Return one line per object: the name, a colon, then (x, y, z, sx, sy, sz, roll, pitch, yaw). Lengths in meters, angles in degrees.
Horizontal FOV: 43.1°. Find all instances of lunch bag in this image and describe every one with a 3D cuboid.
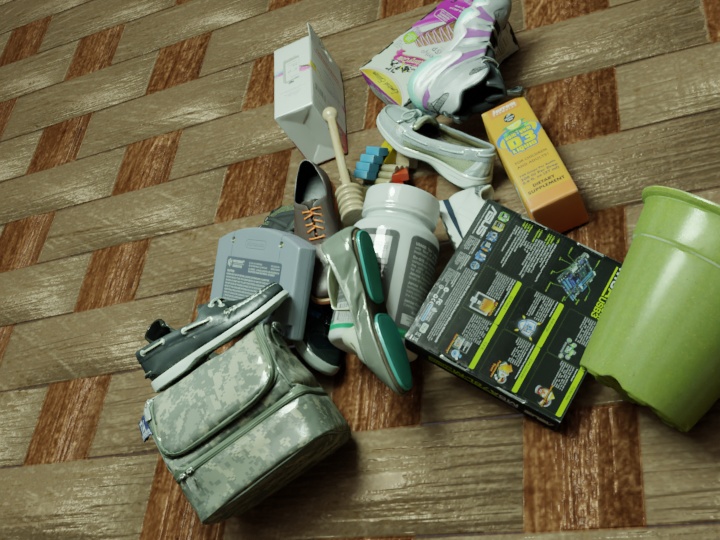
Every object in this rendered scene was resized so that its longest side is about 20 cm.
lunch bag: (-0.139, 0.176, 1.062, 0.200, 0.139, 0.168, -36, 73, 7)

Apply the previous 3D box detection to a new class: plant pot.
plant pot: (0.319, 0.049, 0.904, 0.200, 0.200, 0.190, 33, 91, 42)

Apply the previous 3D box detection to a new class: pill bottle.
pill bottle: (0.034, 0.003, 1.114, 0.113, 0.113, 0.200, 2, 71, 32)

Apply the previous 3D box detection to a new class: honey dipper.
honey dipper: (-0.026, -0.146, 1.227, 0.038, 0.038, 0.200, -24, 53, 14)

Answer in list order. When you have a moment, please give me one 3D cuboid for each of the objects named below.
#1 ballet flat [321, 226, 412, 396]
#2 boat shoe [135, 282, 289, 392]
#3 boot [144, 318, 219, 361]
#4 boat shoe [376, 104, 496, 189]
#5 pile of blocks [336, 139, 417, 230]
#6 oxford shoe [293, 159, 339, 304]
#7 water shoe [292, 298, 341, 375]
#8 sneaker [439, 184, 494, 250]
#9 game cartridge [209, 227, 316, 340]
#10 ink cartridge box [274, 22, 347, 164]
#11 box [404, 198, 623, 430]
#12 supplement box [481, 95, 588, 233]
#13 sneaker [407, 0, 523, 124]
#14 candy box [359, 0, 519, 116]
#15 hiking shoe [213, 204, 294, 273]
ballet flat: (0.003, 0.050, 1.017, 0.064, 0.067, 0.200, -22, 74, 22)
boat shoe: (-0.178, 0.067, 1.083, 0.200, 0.076, 0.060, -35, 83, -1)
boot: (-0.190, 0.133, 1.164, 0.200, 0.131, 0.068, 20, 70, 39)
boat shoe: (0.103, -0.181, 1.239, 0.074, 0.065, 0.202, -20, 46, -36)
pile of blocks: (0.024, -0.117, 1.256, 0.062, 0.082, 0.200, 11, 63, 37)
oxford shoe: (-0.060, -0.051, 1.166, 0.071, 0.073, 0.200, -15, 58, 7)
water shoe: (-0.047, 0.040, 1.176, 0.079, 0.071, 0.200, -40, 41, 28)
sneaker: (0.157, -0.032, 1.123, 0.080, 0.076, 0.200, -22, 49, 3)
game cartridge: (-0.128, 0.012, 1.177, 0.200, 0.042, 0.133, 8, 86, 52)
ink cartridge box: (-0.078, -0.275, 1.411, 0.067, 0.116, 0.200, -19, 48, 18)
box: (0.179, 0.044, 1.018, 0.193, 0.048, 0.200, 28, 72, 12)
supplement box: (0.219, -0.134, 1.162, 0.067, 0.069, 0.200, -26, 45, 9)
sneaker: (0.173, -0.277, 1.228, 0.140, 0.078, 0.200, 36, 87, 37)
candy box: (0.116, -0.317, 1.364, 0.200, 0.061, 0.136, -40, 47, 0)
hiking shoe: (-0.119, -0.040, 1.304, 0.200, 0.076, 0.101, -27, 25, 18)
